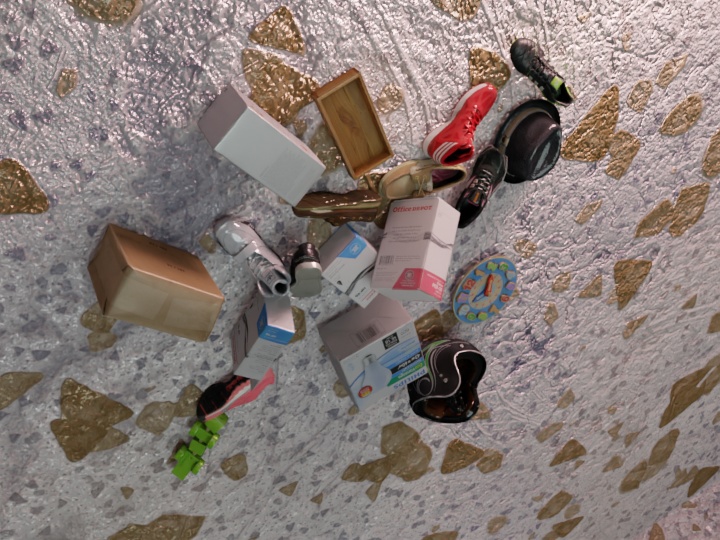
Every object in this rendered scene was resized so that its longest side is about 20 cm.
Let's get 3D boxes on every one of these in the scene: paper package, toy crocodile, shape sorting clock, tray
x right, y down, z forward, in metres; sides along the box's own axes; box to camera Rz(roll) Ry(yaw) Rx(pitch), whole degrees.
[{"bbox_3d":[-0.376,0.023,1.340,0.199,0.191,0.104,22,105,-38],"label":"paper package"},{"bbox_3d":[-0.372,0.403,1.684,0.067,0.062,0.201,33,107,1],"label":"toy crocodile"},{"bbox_3d":[0.316,0.052,1.843,0.198,0.039,0.202,-14,126,-20],"label":"shape sorting clock"},{"bbox_3d":[-0.013,-0.285,1.439,0.098,0.037,0.201,-32,130,-6],"label":"tray"}]

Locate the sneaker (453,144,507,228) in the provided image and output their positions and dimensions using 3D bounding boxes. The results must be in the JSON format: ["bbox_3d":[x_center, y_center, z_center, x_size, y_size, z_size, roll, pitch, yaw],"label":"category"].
[{"bbox_3d":[0.263,-0.174,1.613,0.080,0.086,0.202,23,112,3],"label":"sneaker"}]

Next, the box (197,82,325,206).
[{"bbox_3d":[-0.179,-0.226,1.327,0.098,0.125,0.199,-48,130,9],"label":"box"}]

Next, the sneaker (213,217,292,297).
[{"bbox_3d":[-0.205,-0.021,1.455,0.075,0.115,0.200,-42,131,2],"label":"sneaker"}]

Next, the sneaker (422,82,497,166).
[{"bbox_3d":[0.230,-0.291,1.516,0.200,0.116,0.078,-48,130,8],"label":"sneaker"}]

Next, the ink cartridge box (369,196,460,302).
[{"bbox_3d":[0.116,-0.043,1.545,0.082,0.146,0.202,27,72,-40],"label":"ink cartridge box"}]

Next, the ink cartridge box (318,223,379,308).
[{"bbox_3d":[0.000,0.000,1.613,0.116,0.068,0.200,-46,131,6],"label":"ink cartridge box"}]

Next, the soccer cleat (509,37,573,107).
[{"bbox_3d":[0.386,-0.417,1.541,0.199,0.081,0.068,33,102,-39],"label":"soccer cleat"}]

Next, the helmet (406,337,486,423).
[{"bbox_3d":[0.214,0.265,1.828,0.197,0.192,0.201,7,145,5],"label":"helmet"}]

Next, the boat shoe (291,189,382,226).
[{"bbox_3d":[-0.048,-0.121,1.504,0.198,0.072,0.068,-6,122,-29],"label":"boat shoe"}]

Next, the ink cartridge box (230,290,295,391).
[{"bbox_3d":[-0.217,0.146,1.539,0.066,0.117,0.201,18,125,-29],"label":"ink cartridge box"}]

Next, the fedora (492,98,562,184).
[{"bbox_3d":[0.389,-0.273,1.630,0.198,0.092,0.203,-15,127,-20],"label":"fedora"}]

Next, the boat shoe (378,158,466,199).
[{"bbox_3d":[0.135,-0.195,1.559,0.198,0.066,0.075,-22,129,-15],"label":"boat shoe"}]

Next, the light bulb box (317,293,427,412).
[{"bbox_3d":[0.032,0.189,1.712,0.197,0.125,0.201,-29,134,-9],"label":"light bulb box"}]

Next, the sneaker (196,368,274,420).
[{"bbox_3d":[-0.275,0.282,1.645,0.199,0.074,0.087,-36,132,-3],"label":"sneaker"}]

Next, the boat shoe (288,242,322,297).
[{"bbox_3d":[-0.116,0.004,1.511,0.073,0.061,0.200,-4,160,-6],"label":"boat shoe"}]
